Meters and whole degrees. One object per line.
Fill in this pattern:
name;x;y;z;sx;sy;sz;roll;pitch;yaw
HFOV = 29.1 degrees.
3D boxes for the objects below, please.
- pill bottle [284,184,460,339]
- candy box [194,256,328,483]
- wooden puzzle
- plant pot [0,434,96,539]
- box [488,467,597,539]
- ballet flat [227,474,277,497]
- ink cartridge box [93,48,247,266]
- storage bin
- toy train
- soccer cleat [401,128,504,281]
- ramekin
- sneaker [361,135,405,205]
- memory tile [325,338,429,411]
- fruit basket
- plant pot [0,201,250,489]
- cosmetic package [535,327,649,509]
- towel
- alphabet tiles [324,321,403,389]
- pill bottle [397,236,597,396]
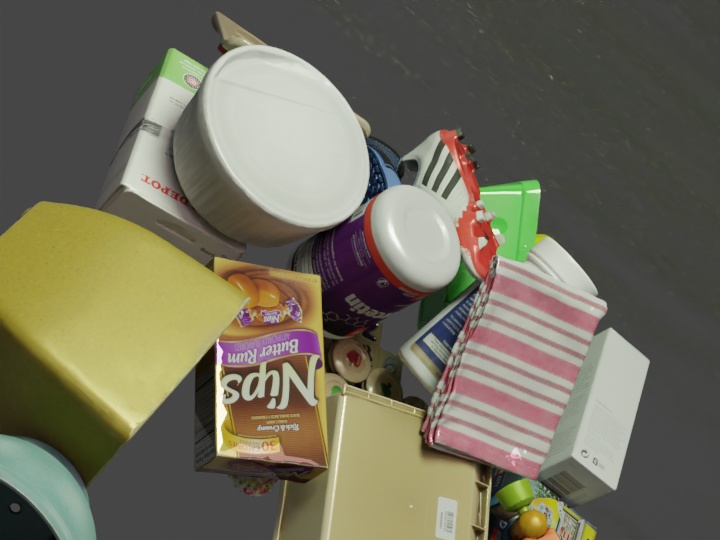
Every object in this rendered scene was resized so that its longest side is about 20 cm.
pill bottle;0.000;0.000;1.417;0.112;0.200;0.113;23;52;-34
candy box;-0.095;0.095;1.315;0.116;0.056;0.201;10;63;-27
wooden puzzle;-0.087;-0.208;1.537;0.185;0.046;0.200;33;8;-19
plant pot;-0.294;0.210;1.099;0.200;0.200;0.134;47;21;-6
box;0.172;0.322;1.490;0.137;0.038;0.200;39;47;-13
ballet flat;-0.108;0.120;1.369;0.075;0.064;0.201;4;62;-23
ink cartridge box;-0.177;-0.107;1.436;0.145;0.084;0.200;30;49;-21
storage bin;0.025;0.238;1.364;0.198;0.094;0.201;21;62;-28
toy train;0.171;0.257;1.368;0.084;0.200;0.116;-21;74;-9
soccer cleat;0.093;-0.063;1.462;0.069;0.085;0.200;42;29;-49
ramekin;-0.095;-0.116;1.380;0.202;0.094;0.203;21;54;-32
sneaker;0.021;-0.106;1.553;0.078;0.070;0.200;16;23;-27
memory tile;0.025;0.179;1.462;0.200;0.017;0.153;42;48;-16
fruit basket;0.175;0.001;1.581;0.215;0.155;0.216;0;90;-17
plant pot;-0.255;0.058;1.210;0.200;0.194;0.196;42;46;-3
cosmetic package;0.258;0.173;1.603;0.071;0.101;0.200;39;48;-14
towel;0.156;0.099;1.373;0.146;0.030;0.200;21;93;-28
alphabet tiles;-0.028;0.119;1.474;0.166;0.006;0.200;27;51;-24
pill bottle;0.146;0.061;1.444;0.200;0.111;0.111;-42;94;-1
